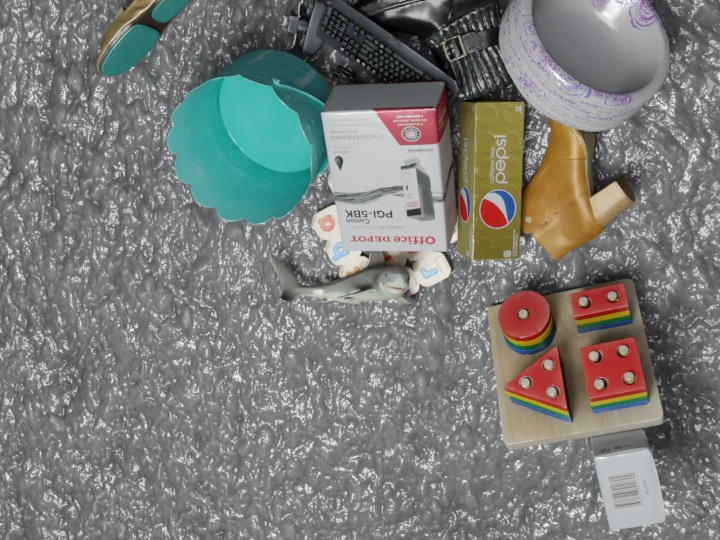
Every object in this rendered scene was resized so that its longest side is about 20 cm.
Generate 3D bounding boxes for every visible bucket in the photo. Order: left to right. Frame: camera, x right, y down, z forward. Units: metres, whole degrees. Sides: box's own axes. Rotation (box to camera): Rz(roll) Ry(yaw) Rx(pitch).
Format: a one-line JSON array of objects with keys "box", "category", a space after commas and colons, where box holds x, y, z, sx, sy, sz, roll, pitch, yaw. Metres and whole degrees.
[{"box": [-0.129, -0.175, 1.247, 0.205, 0.135, 0.209, 11, 125, 16], "category": "bucket"}]

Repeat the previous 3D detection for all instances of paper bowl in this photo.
[{"box": [0.258, -0.259, 1.159, 0.200, 0.201, 0.104, 39, 151, 0], "category": "paper bowl"}]

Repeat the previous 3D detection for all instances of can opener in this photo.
[{"box": [-0.063, -0.383, 1.262, 0.066, 0.053, 0.202, 7, 107, -24], "category": "can opener"}]

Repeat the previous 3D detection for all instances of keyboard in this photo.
[{"box": [0.026, -0.252, 1.241, 0.199, 0.021, 0.127, 37, 149, 5], "category": "keyboard"}]

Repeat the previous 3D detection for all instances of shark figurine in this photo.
[{"box": [-0.009, 0.004, 1.321, 0.212, 0.128, 0.091, -4, 77, 30], "category": "shark figurine"}]

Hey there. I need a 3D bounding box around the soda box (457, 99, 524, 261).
[{"box": [0.166, -0.117, 1.250, 0.067, 0.064, 0.203, -3, 102, -12], "category": "soda box"}]

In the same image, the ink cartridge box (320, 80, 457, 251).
[{"box": [0.040, -0.127, 1.225, 0.145, 0.083, 0.202, 0, 124, 14], "category": "ink cartridge box"}]

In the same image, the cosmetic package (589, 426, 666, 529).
[{"box": [0.334, 0.236, 1.243, 0.073, 0.200, 0.103, -12, 103, 13], "category": "cosmetic package"}]

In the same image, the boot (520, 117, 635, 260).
[{"box": [0.243, -0.125, 1.246, 0.144, 0.071, 0.202, -36, 80, 32], "category": "boot"}]

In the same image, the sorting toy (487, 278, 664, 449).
[{"box": [0.262, 0.105, 1.231, 0.197, 0.202, 0.070, -12, 146, 14], "category": "sorting toy"}]

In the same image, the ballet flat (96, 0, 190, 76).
[{"box": [-0.288, -0.346, 1.311, 0.200, 0.068, 0.063, -40, 65, 15], "category": "ballet flat"}]

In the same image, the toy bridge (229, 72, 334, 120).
[{"box": [-0.075, -0.235, 1.303, 0.198, 0.027, 0.068, 22, 106, 7], "category": "toy bridge"}]

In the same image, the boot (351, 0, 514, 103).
[{"box": [0.090, -0.287, 1.231, 0.209, 0.080, 0.159, -6, 117, 27], "category": "boot"}]

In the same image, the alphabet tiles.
[{"box": [0.040, -0.063, 1.328, 0.194, 0.015, 0.201, -27, 97, 16], "category": "alphabet tiles"}]
